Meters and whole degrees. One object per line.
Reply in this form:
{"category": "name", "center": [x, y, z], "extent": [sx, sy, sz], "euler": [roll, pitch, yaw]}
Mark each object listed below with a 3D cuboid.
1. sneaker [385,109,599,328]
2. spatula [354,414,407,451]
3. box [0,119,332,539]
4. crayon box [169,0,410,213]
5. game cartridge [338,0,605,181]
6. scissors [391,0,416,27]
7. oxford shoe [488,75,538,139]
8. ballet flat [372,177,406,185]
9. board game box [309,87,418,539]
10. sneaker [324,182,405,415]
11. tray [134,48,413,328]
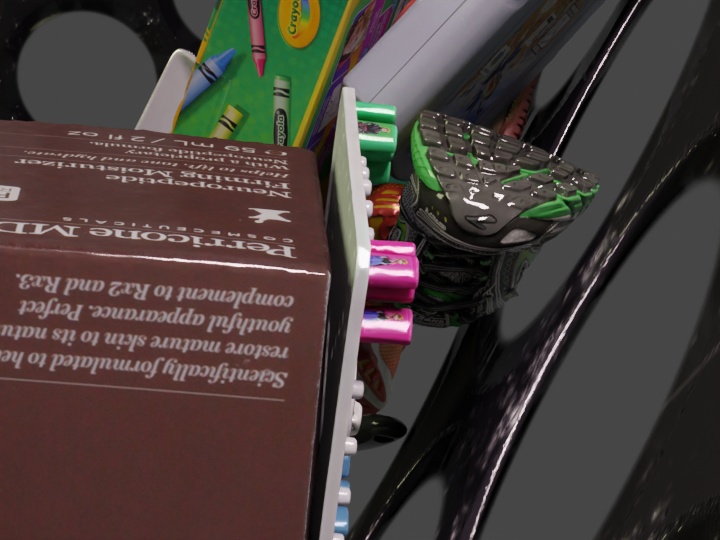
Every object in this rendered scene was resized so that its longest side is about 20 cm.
{"category": "sneaker", "center": [0.049, -0.013, 1.087], "extent": [0.200, 0.078, 0.086], "euler": [38, -108, -87]}
{"category": "spatula", "center": [-0.020, 0.080, 1.301], "extent": [0.200, 0.056, 0.021], "euler": [175, 108, -68]}
{"category": "box", "center": [-0.100, 0.045, 1.046], "extent": [0.200, 0.165, 0.165], "euler": [-101, 17, -74]}
{"category": "crayon box", "center": [-0.035, -0.078, 1.187], "extent": [0.119, 0.058, 0.201], "euler": [-49, -16, -57]}
{"category": "game cartridge", "center": [0.051, -0.099, 1.202], "extent": [0.133, 0.041, 0.200], "euler": [-51, -9, 5]}
{"category": "scissors", "center": [0.040, -0.109, 1.249], "extent": [0.073, 0.014, 0.200], "euler": [-47, -9, -11]}
{"category": "oxford shoe", "center": [0.053, -0.099, 1.343], "extent": [0.201, 0.075, 0.070], "euler": [-65, 7, -17]}
{"category": "ballet flat", "center": [0.002, -0.005, 1.450], "extent": [0.201, 0.068, 0.075], "euler": [-63, -6, 35]}
{"category": "board game box", "center": [-0.005, 0.051, 1.048], "extent": [0.200, 0.026, 0.201], "euler": [-94, 11, -69]}
{"category": "sneaker", "center": [0.000, 0.000, 1.270], "extent": [0.200, 0.073, 0.078], "euler": [113, 172, -64]}
{"category": "tray", "center": [-0.045, -0.022, 1.406], "extent": [0.022, 0.200, 0.108], "euler": [-8, -48, -60]}
